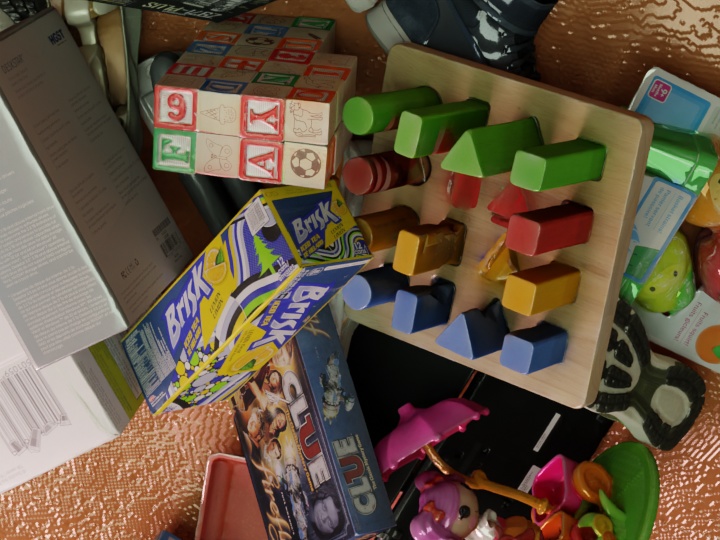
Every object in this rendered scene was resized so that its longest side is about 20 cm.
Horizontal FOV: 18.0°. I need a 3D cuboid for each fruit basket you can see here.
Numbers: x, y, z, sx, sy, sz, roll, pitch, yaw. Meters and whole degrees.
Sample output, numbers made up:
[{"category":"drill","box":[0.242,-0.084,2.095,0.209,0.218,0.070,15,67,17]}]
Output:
[{"category":"fruit basket","box":[0.245,-0.022,1.590,0.200,0.094,0.185,27,112,-6]}]

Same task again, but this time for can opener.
[{"category":"can opener","box":[-0.108,-0.068,1.640,0.053,0.066,0.200,-24,110,15]}]

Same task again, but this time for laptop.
[{"category":"laptop","box":[0.057,0.119,1.688,0.200,0.103,0.177,28,97,-30]}]

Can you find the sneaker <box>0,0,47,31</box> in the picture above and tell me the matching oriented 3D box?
[{"category":"sneaker","box":[-0.267,-0.167,1.629,0.200,0.072,0.072,17,83,-11]}]

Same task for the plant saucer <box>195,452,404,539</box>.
[{"category":"plant saucer","box":[-0.031,0.241,1.758,0.200,0.037,0.200,11,112,3]}]

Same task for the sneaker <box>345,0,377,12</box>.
[{"category":"sneaker","box":[0.005,-0.277,1.542,0.088,0.075,0.200,-11,108,-1]}]

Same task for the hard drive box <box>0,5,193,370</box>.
[{"category":"hard drive box","box":[-0.207,-0.058,1.493,0.077,0.156,0.200,-24,101,18]}]

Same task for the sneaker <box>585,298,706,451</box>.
[{"category":"sneaker","box":[0.162,0.065,1.603,0.200,0.089,0.077,42,75,-46]}]

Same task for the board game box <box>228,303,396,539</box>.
[{"category":"board game box","box":[-0.046,0.103,1.605,0.135,0.035,0.200,-37,67,58]}]

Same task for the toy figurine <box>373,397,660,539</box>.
[{"category":"toy figurine","box":[0.090,0.172,1.576,0.184,0.200,0.150,26,133,-17]}]

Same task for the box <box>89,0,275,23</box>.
[{"category":"box","box":[-0.133,-0.231,1.473,0.200,0.164,0.086,5,80,-34]}]

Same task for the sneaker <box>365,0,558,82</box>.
[{"category":"sneaker","box":[0.117,-0.148,1.549,0.146,0.077,0.202,-42,83,19]}]

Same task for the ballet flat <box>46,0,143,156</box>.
[{"category":"ballet flat","box":[-0.186,-0.162,1.576,0.067,0.064,0.200,-5,98,9]}]

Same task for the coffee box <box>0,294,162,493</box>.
[{"category":"coffee box","box":[-0.275,0.038,1.628,0.200,0.198,0.200,-25,103,17]}]

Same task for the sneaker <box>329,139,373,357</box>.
[{"category":"sneaker","box":[0.000,0.000,1.635,0.092,0.076,0.200,-1,112,-29]}]

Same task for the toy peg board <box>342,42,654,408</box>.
[{"category":"toy peg board","box":[0.065,-0.027,1.487,0.200,0.098,0.199,21,110,32]}]

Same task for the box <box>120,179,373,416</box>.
[{"category":"box","box":[-0.079,0.020,1.531,0.200,0.070,0.064,-44,66,42]}]

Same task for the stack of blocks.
[{"category":"stack of blocks","box":[-0.062,-0.119,1.536,0.115,0.200,0.059,6,111,6]}]

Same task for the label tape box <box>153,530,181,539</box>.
[{"category":"label tape box","box":[-0.149,0.320,1.751,0.143,0.066,0.200,33,110,-5]}]
